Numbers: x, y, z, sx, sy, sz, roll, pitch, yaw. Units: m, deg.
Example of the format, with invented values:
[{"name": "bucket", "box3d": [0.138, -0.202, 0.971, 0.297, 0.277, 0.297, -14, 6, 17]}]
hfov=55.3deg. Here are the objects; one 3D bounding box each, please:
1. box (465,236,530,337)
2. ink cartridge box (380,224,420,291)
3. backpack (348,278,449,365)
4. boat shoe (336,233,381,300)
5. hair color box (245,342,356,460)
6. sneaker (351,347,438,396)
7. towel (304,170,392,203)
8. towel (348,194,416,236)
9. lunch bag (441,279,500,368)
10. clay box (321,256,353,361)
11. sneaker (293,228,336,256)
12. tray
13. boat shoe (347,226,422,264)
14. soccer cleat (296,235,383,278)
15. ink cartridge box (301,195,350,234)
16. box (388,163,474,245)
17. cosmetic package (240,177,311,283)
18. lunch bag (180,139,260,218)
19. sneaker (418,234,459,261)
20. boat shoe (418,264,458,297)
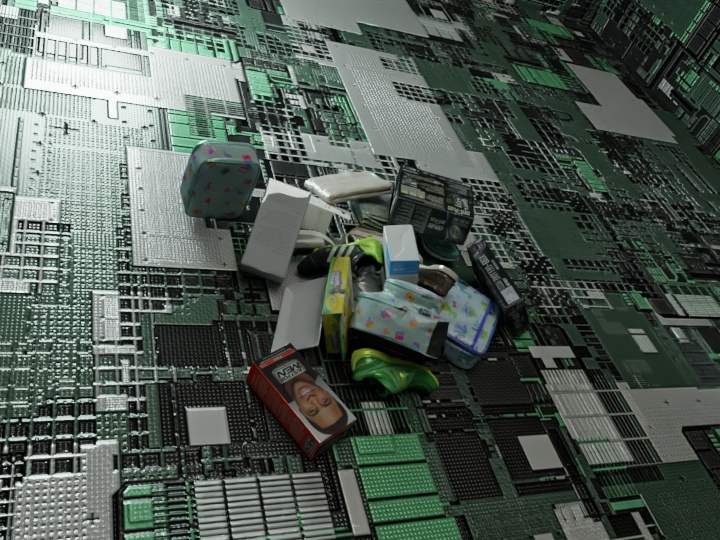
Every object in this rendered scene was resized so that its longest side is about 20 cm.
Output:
[{"name": "box", "box3d": [0.331, 0.041, 1.652, 0.049, 0.158, 0.201, -29, 53, 2]}, {"name": "ink cartridge box", "box3d": [0.085, 0.012, 1.534, 0.066, 0.202, 0.117, -3, 44, -6]}, {"name": "backpack", "box3d": [0.079, 0.100, 1.407, 0.197, 0.156, 0.176, 12, -4, 4]}, {"name": "boat shoe", "box3d": [0.000, 0.000, 1.580, 0.070, 0.070, 0.201, -9, 56, -37]}, {"name": "hair color box", "box3d": [-0.112, 0.238, 1.274, 0.101, 0.062, 0.200, -24, 61, -43]}, {"name": "sneaker", "box3d": [0.065, 0.219, 1.396, 0.198, 0.074, 0.085, 19, 73, -20]}, {"name": "towel", "box3d": [-0.027, -0.214, 1.736, 0.198, 0.035, 0.132, -13, 30, -29]}, {"name": "towel", "box3d": [0.056, -0.154, 1.780, 0.169, 0.049, 0.201, 14, 30, -19]}, {"name": "lunch bag", "box3d": [0.231, 0.119, 1.571, 0.160, 0.083, 0.200, 33, 41, 5]}, {"name": "clay box", "box3d": [-0.047, 0.080, 1.433, 0.047, 0.116, 0.201, 0, 40, 6]}, {"name": "sneaker", "box3d": [-0.148, -0.057, 1.577, 0.197, 0.074, 0.080, 16, 60, -12]}, {"name": "tray", "box3d": [-0.120, 0.097, 1.423, 0.106, 0.022, 0.201, -13, 39, 15]}, {"name": "boat shoe", "box3d": [0.062, -0.057, 1.671, 0.198, 0.075, 0.069, 21, 42, -1]}, {"name": "soccer cleat", "box3d": [-0.045, -0.017, 1.528, 0.197, 0.068, 0.082, -16, 58, 4]}, {"name": "ink cartridge box", "box3d": [-0.125, -0.138, 1.637, 0.198, 0.068, 0.117, 22, 12, -4]}, {"name": "box", "box3d": [0.178, -0.166, 1.721, 0.197, 0.087, 0.165, 15, 38, -5]}, {"name": "cosmetic package", "box3d": [-0.185, -0.085, 1.498, 0.100, 0.071, 0.203, 19, 76, -8]}, {"name": "lunch bag", "box3d": [-0.312, -0.200, 1.539, 0.158, 0.201, 0.078, -5, 58, -31]}, {"name": "sneaker", "box3d": [0.195, -0.103, 1.790, 0.077, 0.080, 0.201, -7, 50, -33]}, {"name": "boat shoe", "box3d": [0.150, 0.027, 1.575, 0.072, 0.199, 0.060, 36, 76, -21]}]
